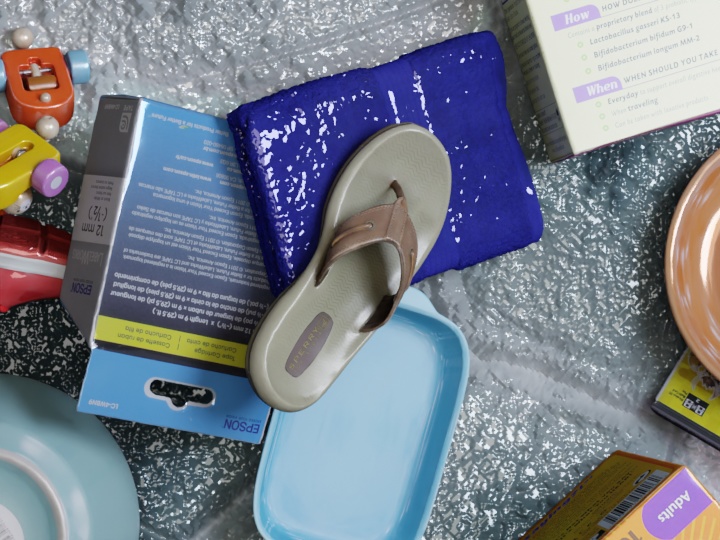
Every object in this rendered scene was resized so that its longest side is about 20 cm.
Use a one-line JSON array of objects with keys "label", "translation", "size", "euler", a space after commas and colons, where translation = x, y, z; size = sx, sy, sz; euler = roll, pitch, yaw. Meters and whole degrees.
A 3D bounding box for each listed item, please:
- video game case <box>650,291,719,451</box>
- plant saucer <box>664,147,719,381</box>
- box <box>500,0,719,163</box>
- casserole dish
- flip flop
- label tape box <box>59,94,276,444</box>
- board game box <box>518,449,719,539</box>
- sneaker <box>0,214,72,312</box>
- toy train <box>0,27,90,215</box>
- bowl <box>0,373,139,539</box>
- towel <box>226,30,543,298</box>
[{"label": "video game case", "translation": [0.322, 0.065, 1.608], "size": [0.200, 0.026, 0.181], "euler": [30, 86, 19]}, {"label": "plant saucer", "translation": [0.300, -0.003, 1.593], "size": [0.200, 0.037, 0.201], "euler": [-3, 79, 16]}, {"label": "box", "translation": [0.185, -0.191, 1.603], "size": [0.176, 0.097, 0.200], "euler": [-17, 91, -5]}, {"label": "casserole dish", "translation": [-0.003, 0.105, 1.603], "size": [0.121, 0.039, 0.200], "euler": [16, 88, -13]}, {"label": "flip flop", "translation": [0.000, 0.000, 1.506], "size": [0.081, 0.058, 0.200], "euler": [41, 73, -23]}, {"label": "label tape box", "translation": [-0.113, 0.000, 1.562], "size": [0.143, 0.066, 0.200], "euler": [13, 89, -33]}, {"label": "board game box", "translation": [0.175, 0.256, 1.540], "size": [0.200, 0.200, 0.200], "euler": [-42, 93, -5]}, {"label": "sneaker", "translation": [-0.269, 0.022, 1.584], "size": [0.200, 0.078, 0.116], "euler": [10, 105, -5]}, {"label": "toy train", "translation": [-0.261, -0.082, 1.555], "size": [0.200, 0.056, 0.150], "euler": [-11, 46, -19]}, {"label": "bowl", "translation": [-0.241, 0.166, 1.555], "size": [0.200, 0.105, 0.201], "euler": [0, 88, -5]}, {"label": "towel", "translation": [0.016, -0.061, 1.575], "size": [0.200, 0.050, 0.148], "euler": [-19, 99, -27]}]
